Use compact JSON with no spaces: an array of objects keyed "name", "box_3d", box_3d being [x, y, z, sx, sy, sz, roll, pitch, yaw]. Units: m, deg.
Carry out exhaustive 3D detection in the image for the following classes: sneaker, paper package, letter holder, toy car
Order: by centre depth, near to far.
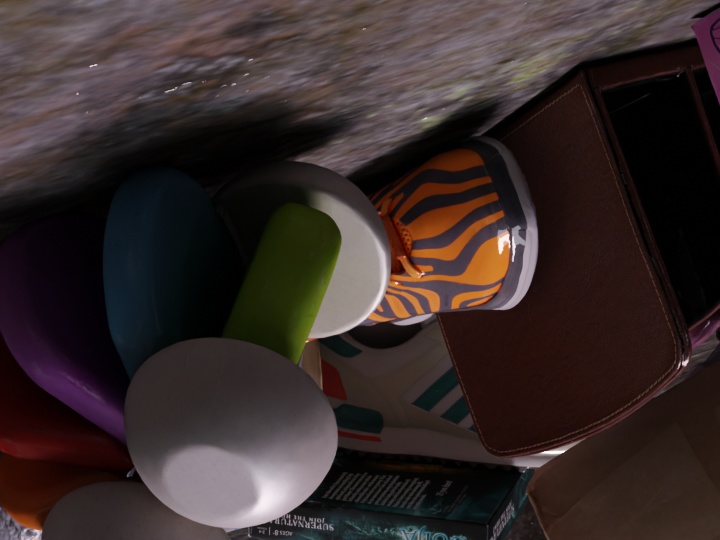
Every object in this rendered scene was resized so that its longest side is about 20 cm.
[{"name":"toy car","box_3d":[-0.086,0.038,1.111,0.200,0.150,0.175,-55,-170,39]},{"name":"sneaker","box_3d":[0.000,0.000,1.246,0.112,0.078,0.200,-15,171,-25]},{"name":"letter holder","box_3d":[0.119,-0.003,1.252,0.100,0.143,0.200,-13,170,-26]},{"name":"paper package","box_3d":[0.221,0.095,1.356,0.200,0.104,0.190,-35,161,32]},{"name":"sneaker","box_3d":[0.064,0.057,1.549,0.199,0.094,0.070,4,-164,4]}]

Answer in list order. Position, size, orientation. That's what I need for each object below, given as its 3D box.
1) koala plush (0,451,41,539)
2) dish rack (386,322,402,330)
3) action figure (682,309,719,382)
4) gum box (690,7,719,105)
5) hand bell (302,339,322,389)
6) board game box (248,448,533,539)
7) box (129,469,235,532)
[{"name":"koala plush","box_3d":[-0.182,0.097,1.247,0.200,0.184,0.177,-26,178,-34]},{"name":"dish rack","box_3d":[-0.002,0.052,1.681,0.200,0.044,0.171,-24,169,29]},{"name":"action figure","box_3d":[0.190,0.004,1.474,0.148,0.134,0.200,-14,173,-30]},{"name":"gum box","box_3d":[0.240,-0.084,1.084,0.066,0.114,0.200,-8,167,-46]},{"name":"hand bell","box_3d":[-0.126,0.066,1.464,0.199,0.105,0.104,-3,168,-11]},{"name":"board game box","box_3d":[0.029,0.116,1.560,0.135,0.028,0.200,6,-165,15]},{"name":"box","box_3d":[-0.141,0.114,1.544,0.155,0.041,0.200,10,-178,12]}]
